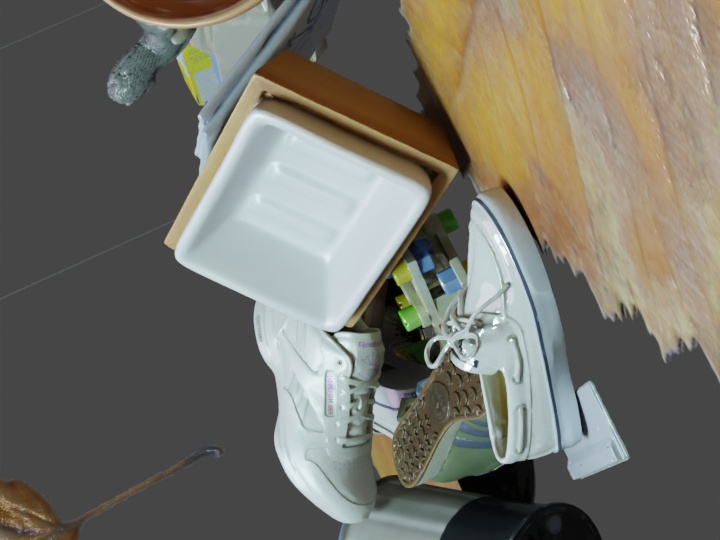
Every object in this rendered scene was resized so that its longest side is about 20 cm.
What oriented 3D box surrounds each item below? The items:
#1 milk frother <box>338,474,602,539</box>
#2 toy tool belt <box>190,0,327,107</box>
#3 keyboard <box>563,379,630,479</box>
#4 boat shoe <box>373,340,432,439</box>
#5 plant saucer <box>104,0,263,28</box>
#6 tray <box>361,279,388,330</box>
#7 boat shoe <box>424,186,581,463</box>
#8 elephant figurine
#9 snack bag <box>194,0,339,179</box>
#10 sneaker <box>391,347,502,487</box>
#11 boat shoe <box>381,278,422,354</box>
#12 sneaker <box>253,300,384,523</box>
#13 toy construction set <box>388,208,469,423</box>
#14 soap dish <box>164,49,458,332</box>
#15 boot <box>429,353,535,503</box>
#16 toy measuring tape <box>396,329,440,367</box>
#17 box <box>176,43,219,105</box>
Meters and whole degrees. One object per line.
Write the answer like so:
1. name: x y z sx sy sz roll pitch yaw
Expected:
1. milk frother: 0.061 0.269 1.585 0.188 0.200 0.181 2 109 49
2. toy tool belt: -0.086 -0.216 1.823 0.200 0.124 0.123 78 -163 -51
3. keyboard: 0.155 0.112 1.433 0.200 0.011 0.056 108 143 -80
4. boat shoe: 0.018 0.107 1.783 0.200 0.072 0.066 18 119 61
5. plant saucer: -0.120 -0.271 1.475 0.201 0.200 0.037 65 -167 8
6. tray: 0.000 0.000 1.678 0.099 0.037 0.201 -66 -12 -49
7. boat shoe: 0.085 0.045 1.380 0.075 0.086 0.203 -126 18 -56
8. elephant figurine: -0.129 -0.243 1.571 0.142 0.199 0.156 101 144 -81
9. snack bag: -0.068 -0.151 1.543 0.021 0.189 0.200 34 167 3
10. sneaker: 0.101 0.095 1.534 0.200 0.090 0.067 -55 45 47
11. boat shoe: 0.024 0.007 1.824 0.200 0.074 0.067 94 175 -63
12. sneaker: -0.021 0.096 1.603 0.099 0.075 0.201 -20 84 41
13. toy construction set: 0.060 0.036 1.604 0.131 0.092 0.201 -121 20 -45
14. soap dish: -0.036 -0.057 1.490 0.200 0.157 0.081 124 168 -47
15. boot: 0.115 0.193 1.786 0.200 0.068 0.189 72 171 -48
16. toy measuring tape: 0.059 0.070 1.824 0.200 0.073 0.074 87 160 -47
17. box: -0.126 -0.249 1.903 0.048 0.117 0.200 60 171 33
